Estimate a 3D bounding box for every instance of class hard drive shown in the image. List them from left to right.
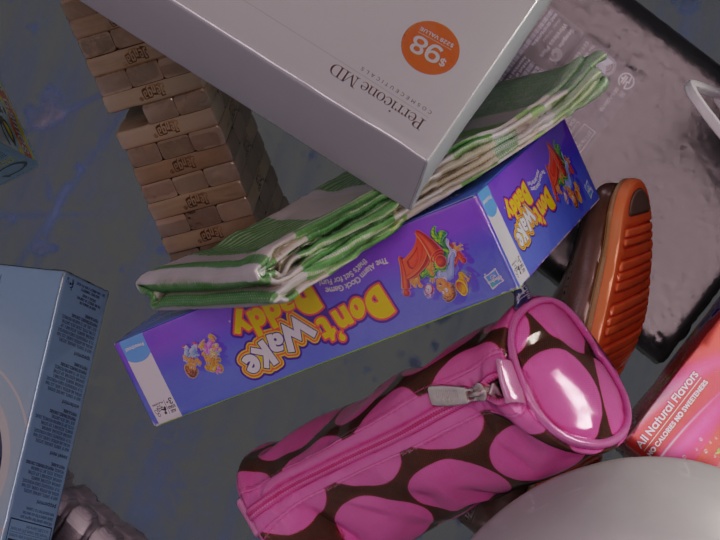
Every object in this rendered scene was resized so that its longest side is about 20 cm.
[{"bbox_3d":[0.118,-0.068,0.995,0.200,0.033,0.140,38,88,5],"label":"hard drive"}]

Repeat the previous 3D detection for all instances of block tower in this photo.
[{"bbox_3d":[-0.095,-0.094,0.943,0.054,0.058,0.201,-13,119,17],"label":"block tower"}]

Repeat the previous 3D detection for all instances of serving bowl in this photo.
[{"bbox_3d":[0.129,0.188,0.874,0.198,0.066,0.202,-2,111,-5],"label":"serving bowl"}]

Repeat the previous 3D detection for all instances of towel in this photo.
[{"bbox_3d":[0.004,-0.039,0.872,0.199,0.152,0.024,-33,102,-25],"label":"towel"}]

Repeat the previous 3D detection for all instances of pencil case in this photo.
[{"bbox_3d":[0.026,0.083,0.913,0.199,0.093,0.091,-34,80,36],"label":"pencil case"}]

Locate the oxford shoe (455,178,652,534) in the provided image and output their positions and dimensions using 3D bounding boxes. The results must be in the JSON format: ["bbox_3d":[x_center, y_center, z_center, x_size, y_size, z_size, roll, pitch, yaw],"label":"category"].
[{"bbox_3d":[0.091,0.045,0.954,0.072,0.071,0.202,21,102,24],"label":"oxford shoe"}]

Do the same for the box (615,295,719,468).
[{"bbox_3d":[0.222,0.038,0.950,0.099,0.095,0.200,39,88,6],"label":"box"}]

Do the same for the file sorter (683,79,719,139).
[{"bbox_3d":[0.256,-0.090,0.823,0.200,0.124,0.139,-42,75,19],"label":"file sorter"}]

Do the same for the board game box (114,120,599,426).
[{"bbox_3d":[0.000,0.000,0.905,0.199,0.134,0.045,-22,99,28],"label":"board game box"}]

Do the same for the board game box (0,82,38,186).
[{"bbox_3d":[-0.242,-0.085,0.929,0.104,0.200,0.104,-27,85,1],"label":"board game box"}]

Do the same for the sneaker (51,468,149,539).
[{"bbox_3d":[-0.150,0.178,0.975,0.200,0.078,0.112,39,92,16],"label":"sneaker"}]

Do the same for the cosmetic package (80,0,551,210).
[{"bbox_3d":[-0.021,-0.142,0.811,0.199,0.052,0.151,32,68,6],"label":"cosmetic package"}]

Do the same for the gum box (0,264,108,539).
[{"bbox_3d":[-0.224,0.094,0.951,0.169,0.045,0.202,5,77,28],"label":"gum box"}]
